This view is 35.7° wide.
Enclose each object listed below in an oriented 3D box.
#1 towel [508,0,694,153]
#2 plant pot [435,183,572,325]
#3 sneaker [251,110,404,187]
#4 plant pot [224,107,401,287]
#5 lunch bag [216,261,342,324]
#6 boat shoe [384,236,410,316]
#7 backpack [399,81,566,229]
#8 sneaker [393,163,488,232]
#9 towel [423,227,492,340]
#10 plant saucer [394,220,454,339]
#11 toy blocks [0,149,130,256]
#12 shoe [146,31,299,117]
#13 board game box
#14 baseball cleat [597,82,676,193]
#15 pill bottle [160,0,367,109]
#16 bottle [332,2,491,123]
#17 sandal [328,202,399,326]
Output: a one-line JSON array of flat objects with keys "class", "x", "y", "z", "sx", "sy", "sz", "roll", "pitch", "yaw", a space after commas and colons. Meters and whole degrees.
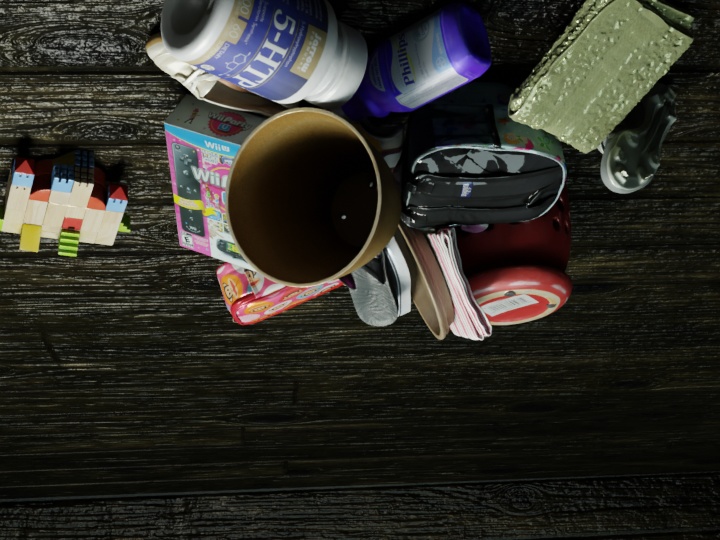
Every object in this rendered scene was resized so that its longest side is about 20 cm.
[{"class": "towel", "x": 0.269, "y": -0.228, "z": 1.253, "sx": 0.147, "sy": 0.037, "sz": 0.201, "roll": 18, "pitch": 124, "yaw": -31}, {"class": "plant pot", "x": 0.208, "y": -0.029, "z": 1.596, "sx": 0.196, "sy": 0.186, "sz": 0.201, "roll": -4, "pitch": 159, "yaw": -2}, {"class": "sneaker", "x": -0.043, "y": -0.175, "z": 1.379, "sx": 0.196, "sy": 0.075, "sz": 0.091, "roll": 16, "pitch": 119, "yaw": -12}, {"class": "plant pot", "x": -0.026, "y": -0.076, "z": 1.274, "sx": 0.183, "sy": 0.190, "sz": 0.199, "roll": -13, "pitch": 174, "yaw": 22}, {"class": "lunch bag", "x": -0.097, "y": 0.003, "z": 1.545, "sx": 0.197, "sy": 0.083, "sz": 0.176, "roll": -24, "pitch": 170, "yaw": -6}, {"class": "boat shoe", "x": 0.025, "y": 0.009, "z": 1.521, "sx": 0.067, "sy": 0.072, "sz": 0.201, "roll": -24, "pitch": 152, "yaw": -8}, {"class": "backpack", "x": 0.150, "y": -0.137, "z": 1.371, "sx": 0.196, "sy": 0.153, "sz": 0.179, "roll": 3, "pitch": 150, "yaw": -2}, {"class": "sneaker", "x": 0.087, "y": -0.121, "z": 1.504, "sx": 0.197, "sy": 0.090, "sz": 0.081, "roll": 18, "pitch": 175, "yaw": 6}, {"class": "towel", "x": 0.119, "y": 0.017, "z": 1.466, "sx": 0.029, "sy": 0.149, "sz": 0.200, "roll": -23, "pitch": -178, "yaw": -6}, {"class": "plant saucer", "x": 0.076, "y": -0.005, "z": 1.486, "sx": 0.029, "sy": 0.202, "sz": 0.201, "roll": -25, "pitch": 157, "yaw": -5}, {"class": "toy blocks", "x": -0.386, "y": -0.102, "z": 1.473, "sx": 0.196, "sy": 0.101, "sz": 0.137, "roll": 7, "pitch": 143, "yaw": -23}, {"class": "shoe", "x": -0.150, "y": -0.219, "z": 1.266, "sx": 0.197, "sy": 0.054, "sz": 0.070, "roll": 14, "pitch": 151, "yaw": -35}, {"class": "board game box", "x": -0.157, "y": -0.101, "z": 1.375, "sx": 0.145, "sy": 0.065, "sz": 0.202, "roll": 17, "pitch": 136, "yaw": 15}, {"class": "baseball cleat", "x": 0.319, "y": -0.147, "z": 1.350, "sx": 0.070, "sy": 0.200, "sz": 0.106, "roll": 50, "pitch": 140, "yaw": -11}, {"class": "pill bottle", "x": -0.092, "y": -0.240, "z": 1.143, "sx": 0.198, "sy": 0.122, "sz": 0.119, "roll": 17, "pitch": 149, "yaw": -40}, {"class": "bottle", "x": 0.051, "y": -0.223, "z": 1.251, "sx": 0.198, "sy": 0.085, "sz": 0.065, "roll": -21, "pitch": 161, "yaw": 37}, {"class": "sandal", "x": 0.001, "y": 0.000, "z": 1.436, "sx": 0.074, "sy": 0.048, "sz": 0.202, "roll": -11, "pitch": 126, "yaw": 21}]
